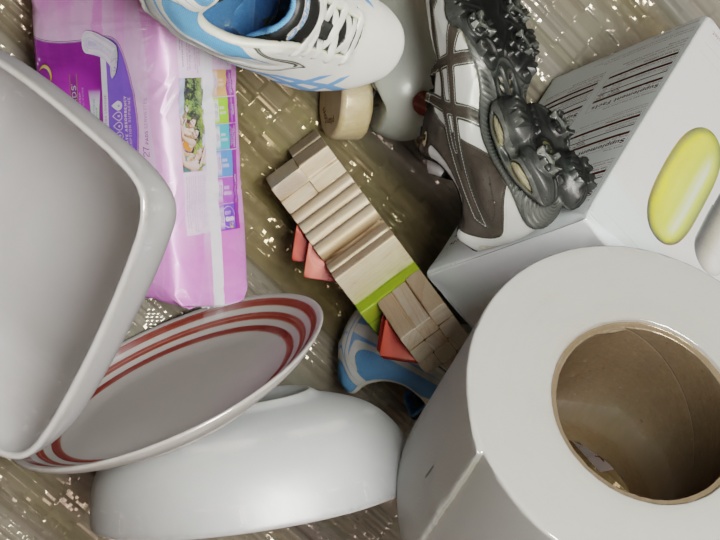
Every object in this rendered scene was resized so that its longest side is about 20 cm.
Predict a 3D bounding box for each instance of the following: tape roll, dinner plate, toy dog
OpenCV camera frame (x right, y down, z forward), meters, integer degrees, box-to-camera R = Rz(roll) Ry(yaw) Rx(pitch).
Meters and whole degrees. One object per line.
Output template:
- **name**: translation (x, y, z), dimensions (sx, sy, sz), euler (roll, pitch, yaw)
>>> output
- **tape roll**: translation (0.133, 0.106, 0.964), dimensions (0.202, 0.139, 0.203), euler (8, 57, -12)
- **dinner plate**: translation (-0.111, 0.070, 1.027), dimensions (0.200, 0.200, 0.024), euler (-28, 110, -16)
- **toy dog**: translation (0.031, -0.164, 1.112), dimensions (0.132, 0.096, 0.200), euler (-20, 103, -22)

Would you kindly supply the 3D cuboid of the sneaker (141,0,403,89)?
- **sneaker**: translation (-0.040, -0.140, 0.986), dimensions (0.200, 0.072, 0.072), euler (12, 102, -49)

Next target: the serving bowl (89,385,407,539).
- **serving bowl**: translation (-0.068, 0.108, 1.051), dimensions (0.200, 0.200, 0.066), euler (-10, 93, -19)

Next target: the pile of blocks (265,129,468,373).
- **pile of blocks**: translation (0.000, 0.000, 1.101), dimensions (0.062, 0.200, 0.082), euler (-36, 148, 2)

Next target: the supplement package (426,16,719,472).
- **supplement package**: translation (0.188, -0.014, 1.125), dimensions (0.191, 0.147, 0.200), euler (48, 53, -18)

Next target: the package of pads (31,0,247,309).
- **package of pads**: translation (-0.133, -0.077, 1.045), dimensions (0.076, 0.120, 0.200), euler (-11, 100, -52)

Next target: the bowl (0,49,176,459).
- **bowl**: translation (-0.200, -0.017, 0.998), dimensions (0.200, 0.075, 0.200), euler (36, 111, 21)

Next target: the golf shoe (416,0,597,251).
- **golf shoe**: translation (0.062, -0.104, 1.040), dimensions (0.078, 0.094, 0.200), euler (16, 47, -41)

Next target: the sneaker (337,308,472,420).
- **sneaker**: translation (0.075, 0.072, 1.173), dimensions (0.200, 0.072, 0.073), euler (18, 108, -22)
